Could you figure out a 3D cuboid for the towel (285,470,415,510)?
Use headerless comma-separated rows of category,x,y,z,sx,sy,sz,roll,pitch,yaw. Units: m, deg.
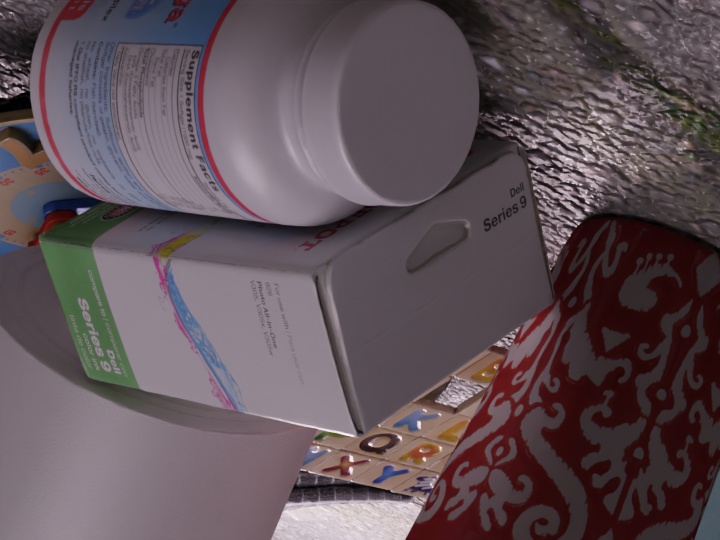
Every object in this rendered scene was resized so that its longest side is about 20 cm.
towel,-0.059,0.140,1.334,0.199,0.086,0.166,-2,167,-12

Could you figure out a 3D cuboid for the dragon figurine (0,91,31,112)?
dragon figurine,-0.250,-0.109,1.076,0.199,0.059,0.099,27,161,-15

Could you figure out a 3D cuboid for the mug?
mug,0.097,0.085,0.888,0.133,0.201,0.177,38,160,-32

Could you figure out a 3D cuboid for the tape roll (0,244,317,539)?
tape roll,-0.133,0.092,1.015,0.202,0.140,0.203,20,-160,-8

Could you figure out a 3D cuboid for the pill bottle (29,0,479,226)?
pill bottle,-0.048,-0.077,0.792,0.199,0.109,0.109,8,155,45

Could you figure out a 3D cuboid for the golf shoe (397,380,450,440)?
golf shoe,-0.016,0.055,1.153,0.075,0.092,0.200,36,162,-31

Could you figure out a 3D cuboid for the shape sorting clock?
shape sorting clock,-0.174,-0.037,1.054,0.199,0.039,0.200,-8,157,-3

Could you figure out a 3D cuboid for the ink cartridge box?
ink cartridge box,-0.031,-0.002,0.866,0.199,0.145,0.088,5,118,45

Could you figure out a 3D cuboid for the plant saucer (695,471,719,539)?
plant saucer,0.192,0.143,0.998,0.036,0.199,0.200,57,-177,36

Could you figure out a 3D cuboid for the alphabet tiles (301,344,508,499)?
alphabet tiles,0.070,0.097,1.086,0.199,0.008,0.167,18,140,-37
